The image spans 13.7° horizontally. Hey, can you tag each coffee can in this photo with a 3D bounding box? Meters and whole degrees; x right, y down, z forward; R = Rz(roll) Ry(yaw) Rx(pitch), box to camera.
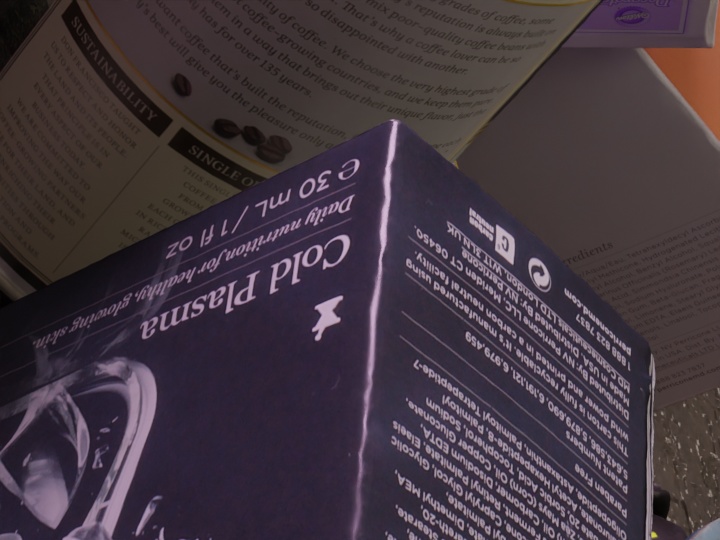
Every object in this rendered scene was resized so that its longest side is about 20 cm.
[{"bbox_3d":[-0.022,-0.083,0.867,0.146,0.200,0.147,24,41,-23],"label":"coffee can"}]

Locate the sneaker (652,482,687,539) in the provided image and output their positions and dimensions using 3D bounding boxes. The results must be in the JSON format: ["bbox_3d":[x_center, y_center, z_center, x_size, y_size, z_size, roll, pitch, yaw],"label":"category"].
[{"bbox_3d":[0.066,0.095,1.035,0.200,0.087,0.074,45,37,-32],"label":"sneaker"}]

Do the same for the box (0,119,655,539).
[{"bbox_3d":[-0.038,0.100,0.758,0.124,0.200,0.197,39,40,-36],"label":"box"}]

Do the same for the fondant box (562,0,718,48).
[{"bbox_3d":[0.056,-0.178,1.089,0.058,0.144,0.200,90,1,-62],"label":"fondant box"}]

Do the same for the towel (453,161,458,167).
[{"bbox_3d":[0.000,0.000,0.992,0.143,0.023,0.200,9,49,-40],"label":"towel"}]

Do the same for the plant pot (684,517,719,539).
[{"bbox_3d":[0.054,0.191,0.845,0.200,0.196,0.201,36,43,-43],"label":"plant pot"}]

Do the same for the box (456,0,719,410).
[{"bbox_3d":[0.113,-0.072,1.202,0.200,0.106,0.152,46,37,-32],"label":"box"}]
